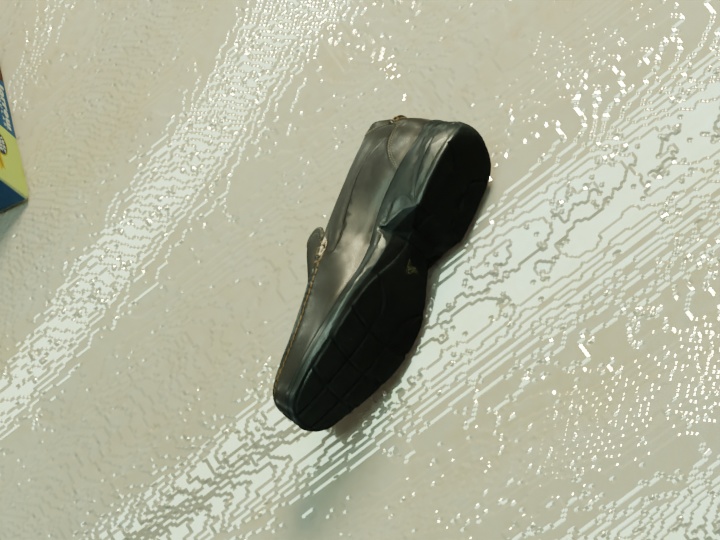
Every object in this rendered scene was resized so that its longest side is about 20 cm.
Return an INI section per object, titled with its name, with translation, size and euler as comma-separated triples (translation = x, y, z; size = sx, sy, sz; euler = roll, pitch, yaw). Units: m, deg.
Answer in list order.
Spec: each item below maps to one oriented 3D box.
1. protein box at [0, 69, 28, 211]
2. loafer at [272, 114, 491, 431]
[protein box]
translation = -0.347, -0.098, 1.617
size = 0.198, 0.200, 0.135
euler = -23, 62, 14
[loafer]
translation = 0.000, 0.000, 1.506
size = 0.072, 0.073, 0.200
euler = 17, 67, 37
